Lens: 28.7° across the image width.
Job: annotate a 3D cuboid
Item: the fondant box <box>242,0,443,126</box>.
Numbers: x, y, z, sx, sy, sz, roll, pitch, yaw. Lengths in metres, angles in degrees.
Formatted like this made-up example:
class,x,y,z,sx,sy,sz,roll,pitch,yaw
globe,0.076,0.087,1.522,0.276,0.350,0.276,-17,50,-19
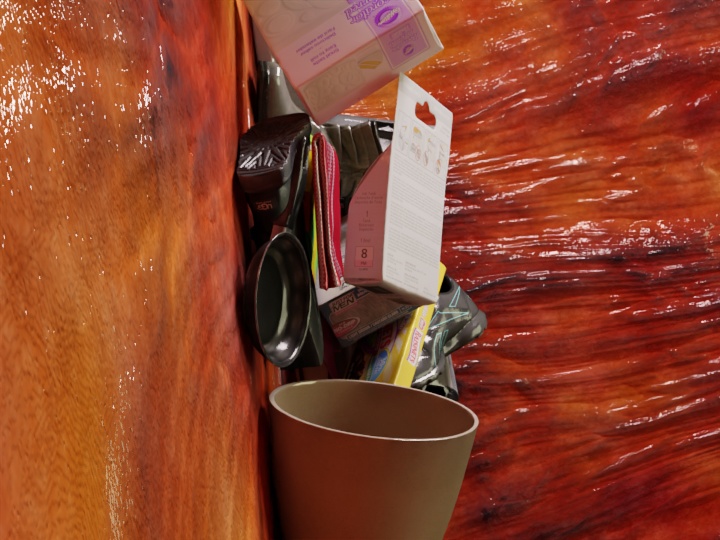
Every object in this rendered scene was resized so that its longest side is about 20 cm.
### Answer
class,x,y,z,sx,sy,sz,roll,pitch,yaw
fondant box,-0.025,-0.250,1.386,0.058,0.143,0.201,57,2,-46

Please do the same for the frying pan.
class,x,y,z,sx,sy,sz,roll,pitch,yaw
frying pan,-0.073,-0.012,1.203,0.115,0.031,0.192,-30,118,-65

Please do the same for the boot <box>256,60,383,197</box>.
class,x,y,z,sx,sy,sz,roll,pitch,yaw
boot,-0.042,-0.153,1.531,0.201,0.129,0.068,80,4,-45

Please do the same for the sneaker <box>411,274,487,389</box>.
class,x,y,z,sx,sy,sz,roll,pitch,yaw
sneaker,0.066,0.075,1.576,0.200,0.075,0.080,-40,106,-49

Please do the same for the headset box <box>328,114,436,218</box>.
class,x,y,z,sx,sy,sz,roll,pitch,yaw
headset box,0.009,-0.099,1.678,0.201,0.147,0.078,108,-19,-45

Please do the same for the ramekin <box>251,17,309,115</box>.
class,x,y,z,sx,sy,sz,roll,pitch,yaw
ramekin,-0.069,-0.270,1.651,0.202,0.093,0.205,-7,90,-88

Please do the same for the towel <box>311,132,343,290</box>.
class,x,y,z,sx,sy,sz,roll,pitch,yaw
towel,-0.031,-0.056,1.355,0.200,0.022,0.147,-80,166,-88

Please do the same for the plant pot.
class,x,y,z,sx,sy,sz,roll,pitch,yaw
plant pot,0.001,0.218,1.249,0.187,0.185,0.203,-80,177,-81

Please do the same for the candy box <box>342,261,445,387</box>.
class,x,y,z,sx,sy,sz,roll,pitch,yaw
candy box,0.031,0.076,1.516,0.026,0.102,0.201,44,39,-22

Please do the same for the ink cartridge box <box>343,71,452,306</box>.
class,x,y,z,sx,sy,sz,roll,pitch,yaw
ink cartridge box,0.039,-0.075,1.387,0.162,0.056,0.203,22,67,-66

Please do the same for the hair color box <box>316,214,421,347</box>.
class,x,y,z,sx,sy,sz,roll,pitch,yaw
hair color box,0.000,0.000,1.563,0.061,0.099,0.200,60,6,-22

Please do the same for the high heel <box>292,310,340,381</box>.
class,x,y,z,sx,sy,sz,roll,pitch,yaw
high heel,-0.051,0.142,1.513,0.096,0.067,0.202,18,62,-67

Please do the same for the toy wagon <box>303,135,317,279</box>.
class,x,y,z,sx,sy,sz,roll,pitch,yaw
toy wagon,-0.064,-0.040,1.484,0.201,0.039,0.156,88,6,-49

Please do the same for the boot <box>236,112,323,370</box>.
class,x,y,z,sx,sy,sz,roll,pitch,yaw
boot,-0.065,-0.029,1.334,0.165,0.065,0.202,-70,150,-60

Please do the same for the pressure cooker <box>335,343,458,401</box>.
class,x,y,z,sx,sy,sz,roll,pitch,yaw
pressure cooker,0.024,0.094,1.703,0.176,0.177,0.202,-41,-128,52
